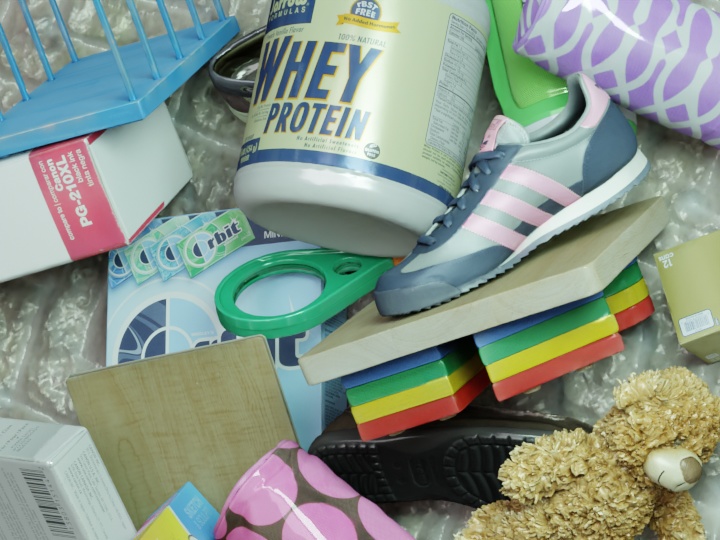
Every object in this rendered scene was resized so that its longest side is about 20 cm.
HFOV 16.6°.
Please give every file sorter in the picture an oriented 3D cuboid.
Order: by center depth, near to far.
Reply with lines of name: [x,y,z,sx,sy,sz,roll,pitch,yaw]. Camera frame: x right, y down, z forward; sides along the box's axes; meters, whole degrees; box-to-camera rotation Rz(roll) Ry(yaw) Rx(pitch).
file sorter: [-0.193,-0.175,1.702,0.138,0.200,0.123,-12,107,21]

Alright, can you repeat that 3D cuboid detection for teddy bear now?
teddy bear: [0.147,0.146,1.523,0.200,0.145,0.067,-29,27,16]

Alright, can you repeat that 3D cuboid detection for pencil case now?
pencil case: [0.192,-0.138,1.555,0.199,0.084,0.086,26,45,-5]
pencil case: [-0.003,0.202,1.576,0.200,0.094,0.091,43,56,7]

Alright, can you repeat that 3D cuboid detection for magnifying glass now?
magnifying glass: [0.000,0.000,1.638,0.199,0.022,0.080,-18,34,-8]

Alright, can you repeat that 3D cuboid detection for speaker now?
speaker: [0.126,-0.164,1.635,0.088,0.088,0.201,-17,71,20]

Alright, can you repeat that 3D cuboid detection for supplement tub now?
supplement tub: [0.005,-0.122,1.593,0.144,0.145,0.201,5,76,25]

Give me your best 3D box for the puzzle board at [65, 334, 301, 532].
puzzle board: [-0.100,0.148,1.649,0.150,0.017,0.201,-12,104,22]

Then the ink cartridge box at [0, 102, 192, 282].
ink cartridge box: [-0.239,-0.054,1.734,0.199,0.145,0.085,-15,107,21]

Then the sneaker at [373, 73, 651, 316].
sneaker: [0.080,-0.047,1.519,0.200,0.070,0.082,-33,105,-18]

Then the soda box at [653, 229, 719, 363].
soda box: [0.290,-0.008,1.530,0.199,0.068,0.064,-21,70,19]

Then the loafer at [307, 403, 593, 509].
loafer: [0.066,0.108,1.599,0.199,0.073,0.071,3,39,15]

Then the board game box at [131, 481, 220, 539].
board game box: [-0.088,0.220,1.549,0.040,0.200,0.153,-43,92,9]

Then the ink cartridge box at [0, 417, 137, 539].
ink cartridge box: [-0.221,0.189,1.659,0.176,0.201,0.045,2,36,37]

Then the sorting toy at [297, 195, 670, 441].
sorting toy: [0.091,0.034,1.551,0.198,0.200,0.070,-19,96,23]

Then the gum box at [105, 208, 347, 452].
gum box: [-0.094,0.059,1.704,0.169,0.045,0.201,-6,74,24]

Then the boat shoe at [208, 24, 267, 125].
boat shoe: [-0.012,-0.155,1.706,0.199,0.065,0.072,-17,69,19]
